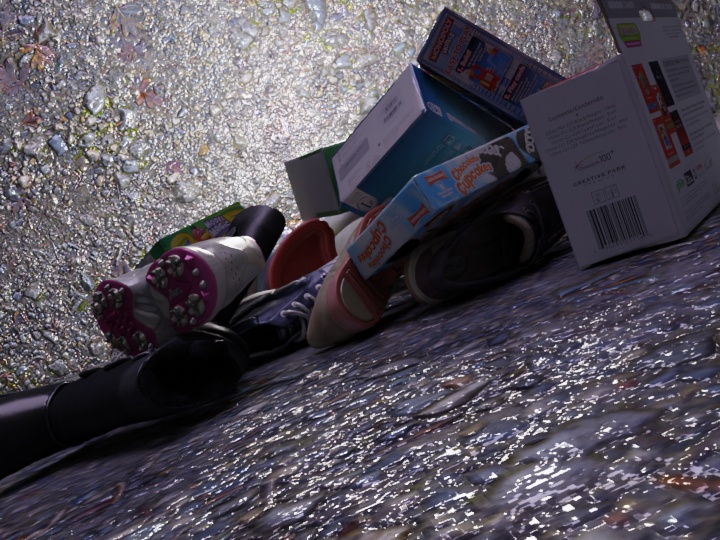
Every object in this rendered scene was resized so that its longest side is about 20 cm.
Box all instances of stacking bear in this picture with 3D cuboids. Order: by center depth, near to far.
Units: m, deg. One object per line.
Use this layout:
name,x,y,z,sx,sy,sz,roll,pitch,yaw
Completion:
stacking bear,-0.091,0.020,1.027,0.113,0.123,0.200,-32,3,-19

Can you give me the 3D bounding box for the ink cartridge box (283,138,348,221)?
ink cartridge box,0.021,-0.135,0.981,0.198,0.089,0.145,-22,9,-23

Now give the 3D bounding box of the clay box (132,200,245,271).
clay box,-0.206,-0.018,0.941,0.115,0.048,0.200,-43,0,30

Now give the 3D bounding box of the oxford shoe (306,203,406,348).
oxford shoe,0.000,0.000,0.730,0.074,0.071,0.200,-39,7,36

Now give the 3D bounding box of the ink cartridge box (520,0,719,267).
ink cartridge box,0.214,-0.120,0.601,0.083,0.178,0.199,-18,3,38

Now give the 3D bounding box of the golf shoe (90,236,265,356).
golf shoe,-0.158,0.021,0.649,0.198,0.076,0.091,-16,10,43

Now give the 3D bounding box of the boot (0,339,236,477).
boot,-0.213,0.110,0.572,0.198,0.067,0.164,-15,7,35

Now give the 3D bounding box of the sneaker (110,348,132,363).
sneaker,-0.258,0.114,0.865,0.090,0.076,0.200,-62,-2,-21

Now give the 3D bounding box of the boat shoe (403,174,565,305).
boat shoe,0.131,-0.029,0.663,0.198,0.073,0.065,-26,10,-22

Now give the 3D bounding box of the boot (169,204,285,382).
boot,-0.123,0.018,0.744,0.163,0.066,0.201,-12,37,45

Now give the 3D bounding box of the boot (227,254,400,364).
boot,-0.051,0.044,0.787,0.197,0.074,0.091,-23,16,12

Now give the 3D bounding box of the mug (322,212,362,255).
mug,0.006,-0.055,1.136,0.174,0.149,0.200,-34,-18,13

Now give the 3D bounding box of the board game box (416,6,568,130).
board game box,0.140,-0.208,0.822,0.062,0.198,0.200,-60,21,9

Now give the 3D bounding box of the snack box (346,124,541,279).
snack box,0.087,-0.067,0.686,0.199,0.037,0.116,-28,-11,-40

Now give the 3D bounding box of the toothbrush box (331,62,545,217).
toothbrush box,0.090,-0.107,0.832,0.198,0.086,0.146,22,-51,-31

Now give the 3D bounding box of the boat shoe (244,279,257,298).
boat shoe,-0.203,0.057,0.953,0.092,0.075,0.201,-15,-34,-45
